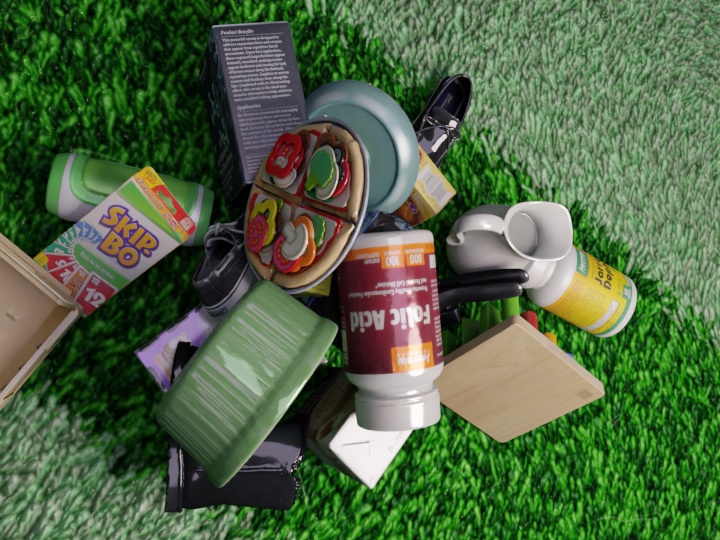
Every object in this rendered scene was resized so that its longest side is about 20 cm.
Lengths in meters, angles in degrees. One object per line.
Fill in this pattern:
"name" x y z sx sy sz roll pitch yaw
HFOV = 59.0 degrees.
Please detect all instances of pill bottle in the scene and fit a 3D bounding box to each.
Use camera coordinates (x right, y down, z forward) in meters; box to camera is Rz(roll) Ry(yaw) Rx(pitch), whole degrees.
"pill bottle" 0.033 0.063 0.698 0.111 0.114 0.207 -5 90 -21
"pill bottle" 0.342 0.021 1.043 0.196 0.112 0.115 26 75 -16

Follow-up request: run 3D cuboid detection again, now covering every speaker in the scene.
"speaker" -0.294 -0.090 0.824 0.195 0.088 0.091 12 79 -19

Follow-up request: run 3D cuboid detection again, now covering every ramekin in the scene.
"ramekin" -0.119 0.107 0.657 0.097 0.200 0.202 38 71 -3

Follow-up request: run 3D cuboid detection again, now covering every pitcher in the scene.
"pitcher" 0.187 -0.047 0.944 0.167 0.199 0.125 8 80 -19

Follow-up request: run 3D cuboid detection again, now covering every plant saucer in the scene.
"plant saucer" -0.014 -0.160 0.891 0.201 0.199 0.028 48 36 -8

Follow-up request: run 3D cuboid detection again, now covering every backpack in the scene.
"backpack" 0.000 0.000 0.861 0.146 0.200 0.185 37 96 5

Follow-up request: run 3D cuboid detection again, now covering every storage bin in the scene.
"storage bin" -0.459 0.056 0.719 0.198 0.094 0.201 41 80 -11

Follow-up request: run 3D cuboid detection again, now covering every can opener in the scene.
"can opener" 0.157 0.028 0.934 0.079 0.197 0.064 48 46 -24

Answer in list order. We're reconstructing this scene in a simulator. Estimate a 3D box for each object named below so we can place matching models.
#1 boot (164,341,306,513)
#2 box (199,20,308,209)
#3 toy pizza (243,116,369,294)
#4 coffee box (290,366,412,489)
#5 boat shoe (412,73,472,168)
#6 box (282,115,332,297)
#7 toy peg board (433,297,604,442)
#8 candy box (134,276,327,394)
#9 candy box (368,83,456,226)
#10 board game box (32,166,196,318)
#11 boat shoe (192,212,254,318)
"boot" -0.150 0.189 0.772 0.163 0.076 0.207 2 87 -18
"box" -0.142 -0.205 0.864 0.104 0.148 0.206 -11 87 -22
"toy pizza" -0.071 -0.076 0.704 0.031 0.197 0.206 20 75 -46
"coffee box" -0.013 0.197 0.834 0.080 0.199 0.115 44 70 -10
"boat shoe" 0.125 -0.231 1.018 0.074 0.062 0.204 31 75 -16
"box" -0.059 -0.073 0.755 0.049 0.074 0.206 15 78 -36
"toy peg board" 0.219 0.138 0.952 0.197 0.199 0.099 35 40 -22
"candy box" -0.170 0.116 0.853 0.199 0.071 0.170 -37 97 -21
"candy box" 0.039 -0.161 0.944 0.201 0.116 0.057 49 66 -9
"board game box" -0.300 -0.032 0.778 0.198 0.030 0.096 -34 106 14
"boat shoe" -0.171 -0.029 0.823 0.069 0.072 0.202 59 28 -31
